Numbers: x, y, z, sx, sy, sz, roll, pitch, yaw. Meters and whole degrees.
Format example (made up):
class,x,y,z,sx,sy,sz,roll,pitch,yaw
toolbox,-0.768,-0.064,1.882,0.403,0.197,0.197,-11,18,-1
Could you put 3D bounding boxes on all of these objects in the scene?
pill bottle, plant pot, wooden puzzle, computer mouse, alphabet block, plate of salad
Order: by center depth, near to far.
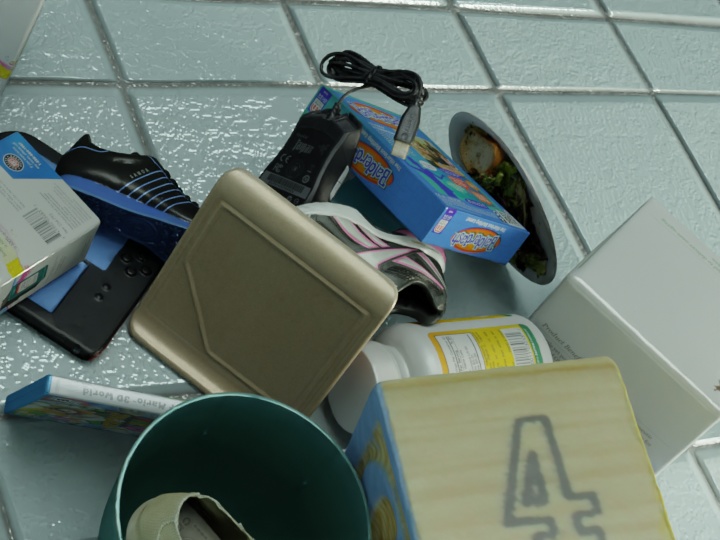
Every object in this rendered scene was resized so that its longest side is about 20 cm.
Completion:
class,x,y,z,sx,sy,sz,roll,pitch,yaw
plant pot,-0.115,0.217,1.256,0.200,0.161,0.201,12,59,-20
alphabet block,0.106,0.201,1.258,0.199,0.195,0.197,-4,60,-17
wooden puzzle,-0.087,0.032,1.424,0.185,0.200,0.037,37,29,1
computer mouse,-0.013,-0.103,1.488,0.046,0.140,0.200,42,70,-49
pill bottle,0.074,0.102,1.521,0.200,0.113,0.113,-4,56,-35
plate of salad,0.137,-0.069,1.668,0.048,0.200,0.200,-29,70,-14

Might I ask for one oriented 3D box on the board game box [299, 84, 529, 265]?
class,x,y,z,sx,sy,sz,roll,pitch,yaw
board game box,0.052,-0.091,1.563,0.152,0.045,0.200,14,28,-52

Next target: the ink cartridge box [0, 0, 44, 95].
class,x,y,z,sx,sy,sz,roll,pitch,yaw
ink cartridge box,-0.366,-0.266,1.496,0.146,0.200,0.147,24,44,-14

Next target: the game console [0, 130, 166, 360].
class,x,y,z,sx,sy,sz,roll,pitch,yaw
game console,-0.283,-0.028,1.468,0.200,0.031,0.177,33,43,-3

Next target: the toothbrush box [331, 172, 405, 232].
class,x,y,z,sx,sy,sz,roll,pitch,yaw
toothbrush box,-0.028,-0.022,1.582,0.146,0.085,0.200,41,43,4

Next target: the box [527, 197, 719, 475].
class,x,y,z,sx,sy,sz,roll,pitch,yaw
box,0.280,0.076,1.629,0.199,0.171,0.200,43,44,7

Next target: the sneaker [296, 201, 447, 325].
class,x,y,z,sx,sy,sz,roll,pitch,yaw
sneaker,0.000,0.000,1.460,0.199,0.080,0.087,8,46,-26

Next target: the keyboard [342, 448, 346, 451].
class,x,y,z,sx,sy,sz,roll,pitch,yaw
keyboard,0.009,0.171,1.462,0.200,0.056,0.011,-2,64,-34

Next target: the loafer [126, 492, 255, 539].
class,x,y,z,sx,sy,sz,roll,pitch,yaw
loafer,-0.081,0.232,1.122,0.200,0.068,0.076,43,54,2

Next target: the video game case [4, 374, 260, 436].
class,x,y,z,sx,sy,sz,roll,pitch,yaw
video game case,-0.179,0.120,1.330,0.199,0.143,0.018,13,74,-23

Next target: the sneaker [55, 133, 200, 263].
class,x,y,z,sx,sy,sz,roll,pitch,yaw
sneaker,-0.184,-0.060,1.486,0.200,0.070,0.078,25,53,-10

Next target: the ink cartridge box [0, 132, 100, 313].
class,x,y,z,sx,sy,sz,roll,pitch,yaw
ink cartridge box,-0.335,-0.020,1.376,0.116,0.067,0.200,46,50,8
